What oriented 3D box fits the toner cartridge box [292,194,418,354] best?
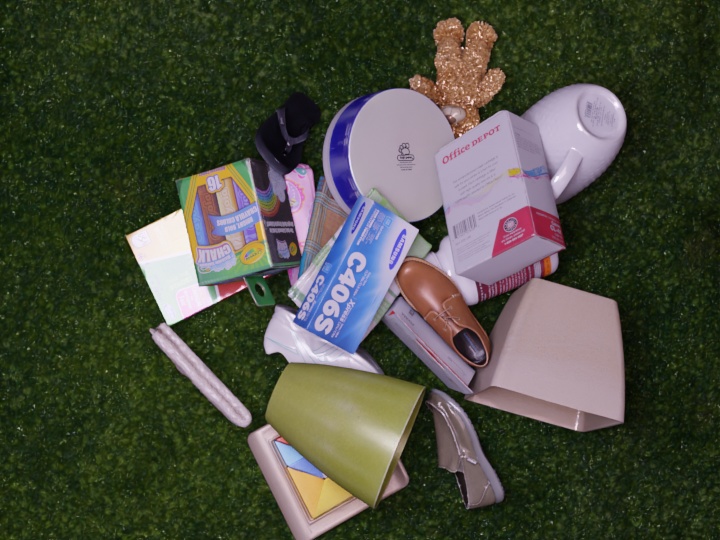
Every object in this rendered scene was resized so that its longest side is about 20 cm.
[{"bbox_3d":[-0.006,0.007,1.590,0.094,0.043,0.202,29,88,-36],"label":"toner cartridge box"}]

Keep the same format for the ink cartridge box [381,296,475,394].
[{"bbox_3d":[0.106,0.107,1.666,0.047,0.200,0.160,-45,91,-7],"label":"ink cartridge box"}]

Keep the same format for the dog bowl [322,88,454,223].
[{"bbox_3d":[0.047,-0.168,1.698,0.197,0.078,0.204,1,88,-31],"label":"dog bowl"}]

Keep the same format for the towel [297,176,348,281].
[{"bbox_3d":[-0.022,-0.025,1.692,0.145,0.022,0.203,26,63,-32],"label":"towel"}]

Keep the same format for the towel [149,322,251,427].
[{"bbox_3d":[-0.235,0.157,1.670,0.034,0.133,0.200,-44,90,-9],"label":"towel"}]

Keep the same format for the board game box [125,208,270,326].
[{"bbox_3d":[-0.235,-0.027,1.725,0.198,0.040,0.155,-27,89,-5],"label":"board game box"}]

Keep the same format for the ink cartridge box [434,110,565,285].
[{"bbox_3d":[0.196,-0.101,1.617,0.085,0.147,0.203,18,56,-42],"label":"ink cartridge box"}]

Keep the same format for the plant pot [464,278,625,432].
[{"bbox_3d":[0.287,0.123,1.692,0.197,0.200,0.180,16,77,-3],"label":"plant pot"}]

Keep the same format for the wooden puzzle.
[{"bbox_3d":[-0.048,0.290,1.726,0.198,0.037,0.187,-27,90,-5],"label":"wooden puzzle"}]

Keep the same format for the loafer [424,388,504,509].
[{"bbox_3d":[0.148,0.275,1.723,0.069,0.075,0.202,-29,90,-10],"label":"loafer"}]

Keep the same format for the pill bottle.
[{"bbox_3d":[0.191,-0.016,1.723,0.197,0.113,0.115,-21,89,-6],"label":"pill bottle"}]

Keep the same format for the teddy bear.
[{"bbox_3d":[0.153,-0.295,1.758,0.143,0.067,0.202,24,85,-1],"label":"teddy bear"}]

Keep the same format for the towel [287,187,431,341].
[{"bbox_3d":[0.000,0.000,1.635,0.201,0.031,0.149,-52,124,-8],"label":"towel"}]

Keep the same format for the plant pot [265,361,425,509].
[{"bbox_3d":[-0.031,0.217,1.645,0.198,0.187,0.190,23,85,9],"label":"plant pot"}]

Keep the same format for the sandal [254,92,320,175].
[{"bbox_3d":[-0.104,-0.214,1.677,0.076,0.201,0.043,38,126,-16],"label":"sandal"}]

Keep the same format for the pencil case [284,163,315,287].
[{"bbox_3d":[-0.086,-0.057,1.715,0.086,0.087,0.203,-16,87,-5],"label":"pencil case"}]

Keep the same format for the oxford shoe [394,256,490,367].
[{"bbox_3d":[0.125,0.060,1.644,0.071,0.071,0.200,-42,101,8],"label":"oxford shoe"}]

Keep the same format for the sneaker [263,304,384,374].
[{"bbox_3d":[-0.056,0.130,1.724,0.198,0.070,0.081,29,94,3],"label":"sneaker"}]

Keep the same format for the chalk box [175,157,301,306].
[{"bbox_3d":[-0.168,-0.046,1.632,0.122,0.125,0.203,-13,87,19],"label":"chalk box"}]

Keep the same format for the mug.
[{"bbox_3d":[0.302,-0.176,1.679,0.147,0.175,0.202,32,64,-9],"label":"mug"}]
